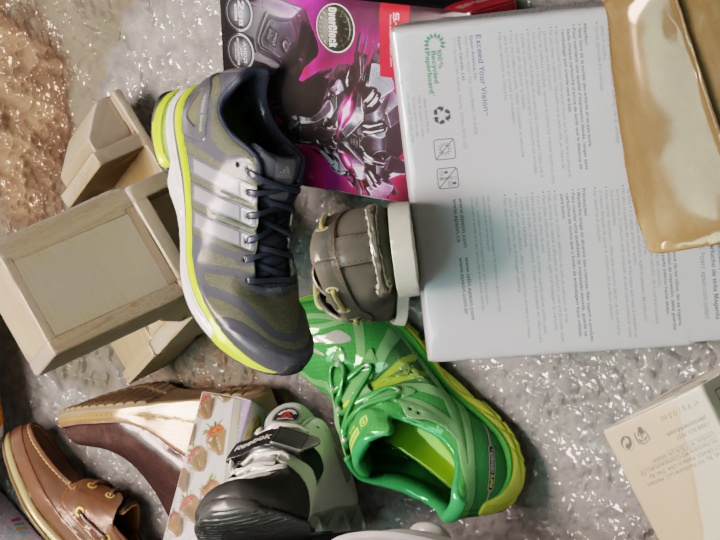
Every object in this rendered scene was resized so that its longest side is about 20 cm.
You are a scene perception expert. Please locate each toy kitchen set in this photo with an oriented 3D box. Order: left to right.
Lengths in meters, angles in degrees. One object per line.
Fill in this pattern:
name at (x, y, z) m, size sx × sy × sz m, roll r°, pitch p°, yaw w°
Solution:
toy kitchen set at (-0.195, -0.012, 1.390) m, size 0.164 × 0.180 × 0.200 m, roll 58°, pitch 146°, yaw 9°

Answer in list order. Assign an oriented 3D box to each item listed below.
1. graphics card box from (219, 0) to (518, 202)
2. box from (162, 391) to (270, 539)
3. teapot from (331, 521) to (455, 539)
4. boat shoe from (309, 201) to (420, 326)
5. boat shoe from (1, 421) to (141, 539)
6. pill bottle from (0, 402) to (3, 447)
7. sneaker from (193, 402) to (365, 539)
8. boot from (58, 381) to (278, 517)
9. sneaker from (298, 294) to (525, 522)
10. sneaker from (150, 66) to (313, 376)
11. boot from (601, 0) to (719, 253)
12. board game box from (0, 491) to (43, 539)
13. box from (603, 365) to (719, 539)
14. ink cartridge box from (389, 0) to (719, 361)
graphics card box at (0.003, -0.111, 1.303) m, size 0.199 × 0.051 × 0.126 m, roll 13°, pitch 113°, yaw 37°
box at (-0.104, 0.180, 1.374) m, size 0.038 × 0.041 × 0.201 m, roll 8°, pitch 75°, yaw 25°
teapot at (0.022, 0.220, 1.279) m, size 0.199 × 0.147 × 0.198 m, roll 19°, pitch 149°, yaw -7°
boat shoe at (0.000, -0.003, 1.261) m, size 0.060 × 0.202 × 0.073 m, roll -8°, pitch 84°, yaw -2°
boat shoe at (-0.191, 0.186, 1.557) m, size 0.067 × 0.072 × 0.200 m, roll -40°, pitch 67°, yaw 6°
pill bottle at (-0.324, 0.089, 1.581) m, size 0.111 × 0.111 × 0.201 m, roll -2°, pitch 96°, yaw 39°
sneaker at (-0.056, 0.127, 1.341) m, size 0.074 × 0.200 × 0.089 m, roll -8°, pitch 81°, yaw 15°
boot at (-0.123, 0.165, 1.481) m, size 0.199 × 0.072 × 0.167 m, roll -3°, pitch 101°, yaw 36°
sneaker at (0.015, 0.083, 1.335) m, size 0.200 × 0.083 × 0.074 m, roll 38°, pitch 125°, yaw 24°
sneaker at (-0.068, -0.033, 1.286) m, size 0.081 × 0.074 × 0.201 m, roll -33°, pitch 70°, yaw 43°
boot at (0.208, -0.123, 1.119) m, size 0.174 × 0.066 × 0.201 m, roll -11°, pitch 101°, yaw 31°
board game box at (-0.343, 0.235, 1.704) m, size 0.199 × 0.043 × 0.200 m, roll 44°, pitch 127°, yaw 18°
box at (0.229, 0.151, 1.178) m, size 0.078 × 0.095 × 0.201 m, roll -30°, pitch 83°, yaw 42°
ink cartridge box at (0.126, -0.052, 1.208) m, size 0.199 × 0.043 × 0.198 m, roll -4°, pitch 103°, yaw 9°
